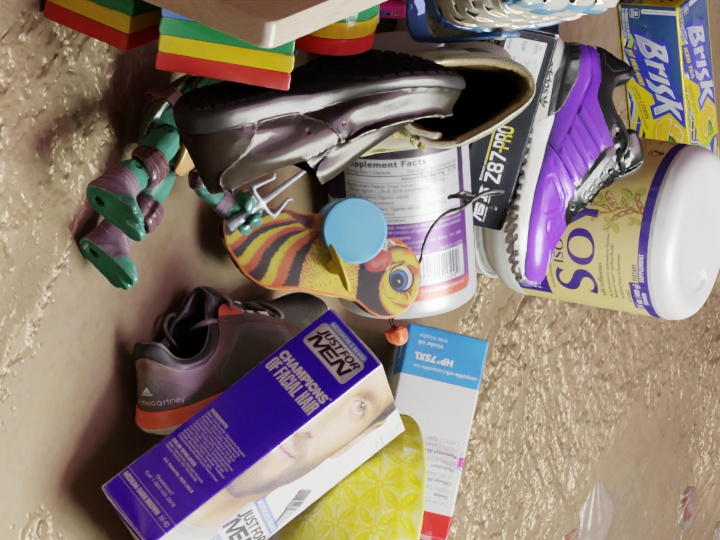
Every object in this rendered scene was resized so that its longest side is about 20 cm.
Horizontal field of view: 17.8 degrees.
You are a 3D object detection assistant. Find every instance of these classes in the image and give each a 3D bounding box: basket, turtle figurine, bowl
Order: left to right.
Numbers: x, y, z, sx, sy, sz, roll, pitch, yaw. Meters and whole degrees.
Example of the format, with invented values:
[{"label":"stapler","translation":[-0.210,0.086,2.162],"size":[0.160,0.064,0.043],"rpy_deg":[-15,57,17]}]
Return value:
[{"label":"turtle figurine","translation":[-0.106,-0.083,1.536],"size":[0.200,0.100,0.150],"rpy_deg":[-47,148,-30]},{"label":"bowl","translation":[-0.035,0.190,1.681],"size":[0.107,0.200,0.202],"rpy_deg":[15,82,-14]},{"label":"basket","translation":[0.095,-0.242,1.599],"size":[0.138,0.200,0.178],"rpy_deg":[-4,101,-35]}]

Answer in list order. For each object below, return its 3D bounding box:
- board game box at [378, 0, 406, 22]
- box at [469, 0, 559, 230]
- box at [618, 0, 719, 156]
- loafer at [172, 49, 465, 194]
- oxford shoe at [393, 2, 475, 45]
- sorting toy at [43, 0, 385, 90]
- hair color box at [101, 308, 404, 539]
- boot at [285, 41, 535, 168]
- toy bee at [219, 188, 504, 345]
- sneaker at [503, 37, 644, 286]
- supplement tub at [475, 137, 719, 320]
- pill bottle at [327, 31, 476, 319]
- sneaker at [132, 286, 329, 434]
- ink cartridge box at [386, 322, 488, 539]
[{"label":"board game box","translation":[0.026,-0.307,1.611],"size":[0.201,0.026,0.201],"rpy_deg":[-87,180,-54]},{"label":"box","translation":[0.114,-0.158,1.795],"size":[0.162,0.049,0.201],"rpy_deg":[-82,-177,-46]},{"label":"box","translation":[0.297,-0.171,2.191],"size":[0.070,0.064,0.201],"rpy_deg":[-39,128,-47]},{"label":"loafer","translation":[-0.026,-0.094,1.472],"size":[0.199,0.073,0.072],"rpy_deg":[-12,111,-21]},{"label":"oxford shoe","translation":[0.062,-0.228,1.819],"size":[0.075,0.058,0.201],"rpy_deg":[17,66,-26]},{"label":"sorting toy","translation":[-0.085,-0.181,1.471],"size":[0.200,0.198,0.070],"rpy_deg":[-30,137,-52]},{"label":"hair color box","translation":[-0.070,0.128,1.574],"size":[0.200,0.065,0.109],"rpy_deg":[-39,152,-11]},{"label":"boot","translation":[0.020,-0.113,1.596],"size":[0.155,0.199,0.073],"rpy_deg":[-108,-176,-81]},{"label":"toy bee","translation":[0.000,0.000,1.638],"size":[0.131,0.198,0.110],"rpy_deg":[-4,91,-76]},{"label":"sneaker","translation":[0.174,-0.082,1.817],"size":[0.070,0.099,0.202],"rpy_deg":[137,-36,-86]},{"label":"supplement tub","translation":[0.193,-0.044,1.917],"size":[0.145,0.199,0.146],"rpy_deg":[-30,125,-57]},{"label":"pill bottle","translation":[0.029,-0.074,1.743],"size":[0.111,0.111,0.201],"rpy_deg":[-29,121,-52]},{"label":"sneaker","translation":[-0.088,0.045,1.623],"size":[0.200,0.077,0.082],"rpy_deg":[-34,118,-50]},{"label":"ink cartridge box","translation":[0.042,0.150,1.807],"size":[0.116,0.067,0.201],"rpy_deg":[125,-22,-81]}]
